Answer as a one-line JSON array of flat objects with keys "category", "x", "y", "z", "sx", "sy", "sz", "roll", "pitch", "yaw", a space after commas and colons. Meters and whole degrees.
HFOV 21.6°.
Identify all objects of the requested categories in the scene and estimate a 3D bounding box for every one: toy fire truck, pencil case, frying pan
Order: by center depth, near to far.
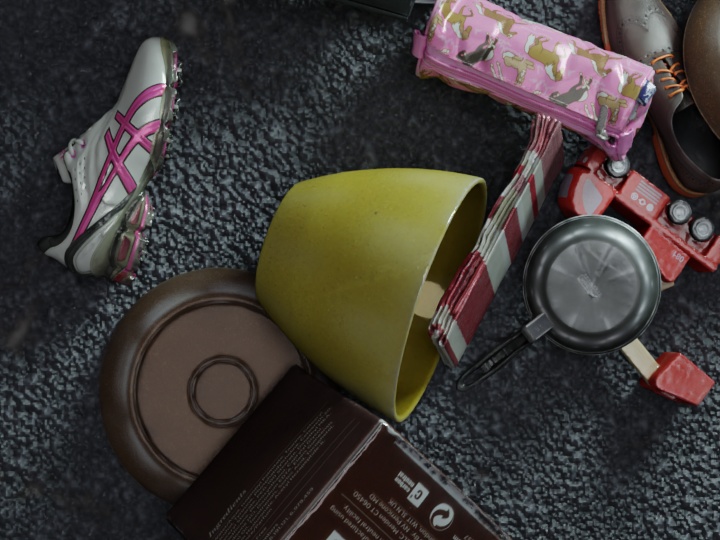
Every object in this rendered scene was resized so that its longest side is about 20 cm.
[{"category": "pencil case", "x": 0.140, "y": -0.162, "z": 1.545, "sx": 0.198, "sy": 0.087, "sz": 0.084, "roll": 24, "pitch": 90, "yaw": 6}, {"category": "frying pan", "x": 0.155, "y": 0.022, "z": 1.558, "sx": 0.188, "sy": 0.031, "sz": 0.116, "roll": -16, "pitch": 91, "yaw": 7}, {"category": "toy fire truck", "x": 0.234, "y": 0.005, "z": 1.588, "sx": 0.199, "sy": 0.049, "sz": 0.142, "roll": 36, "pitch": 85, "yaw": -5}]

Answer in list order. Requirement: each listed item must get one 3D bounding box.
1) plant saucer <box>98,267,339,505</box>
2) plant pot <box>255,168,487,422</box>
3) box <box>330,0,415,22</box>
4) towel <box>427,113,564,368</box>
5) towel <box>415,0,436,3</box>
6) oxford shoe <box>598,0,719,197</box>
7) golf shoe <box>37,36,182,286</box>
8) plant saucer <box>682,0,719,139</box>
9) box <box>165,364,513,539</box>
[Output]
[{"category": "plant saucer", "x": -0.113, "y": 0.098, "z": 1.538, "sx": 0.198, "sy": 0.032, "sz": 0.203, "roll": 0, "pitch": 87, "yaw": -9}, {"category": "plant pot", "x": 0.000, "y": 0.000, "z": 1.493, "sx": 0.141, "sy": 0.200, "sz": 0.202, "roll": 20, "pitch": 85, "yaw": 12}, {"category": "box", "x": -0.017, "y": -0.314, "z": 1.474, "sx": 0.191, "sy": 0.048, "sz": 0.202, "roll": 14, "pitch": 111, "yaw": -23}, {"category": "towel", "x": 0.110, "y": -0.021, "z": 1.524, "sx": 0.023, "sy": 0.144, "sz": 0.201, "roll": 27, "pitch": 84, "yaw": 12}, {"category": "towel", "x": 0.016, "y": -0.311, "z": 1.527, "sx": 0.145, "sy": 0.024, "sz": 0.202, "roll": 1, "pitch": 118, "yaw": -13}, {"category": "oxford shoe", "x": 0.263, "y": -0.160, "z": 1.586, "sx": 0.071, "sy": 0.073, "sz": 0.201, "roll": -27, "pitch": 92, "yaw": -9}, {"category": "golf shoe", "x": -0.197, "y": -0.094, "z": 1.509, "sx": 0.091, "sy": 0.073, "sz": 0.202, "roll": 15, "pitch": 86, "yaw": -7}, {"category": "plant saucer", "x": 0.365, "y": -0.170, "z": 1.573, "sx": 0.198, "sy": 0.035, "sz": 0.202, "roll": 6, "pitch": 69, "yaw": -16}, {"category": "box", "x": -0.017, "y": 0.202, "z": 1.446, "sx": 0.166, "sy": 0.200, "sz": 0.165, "roll": 44, "pitch": 82, "yaw": -23}]
